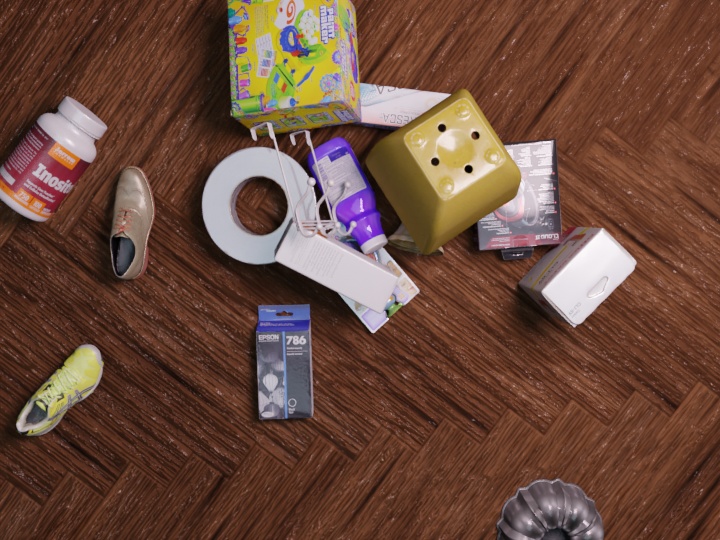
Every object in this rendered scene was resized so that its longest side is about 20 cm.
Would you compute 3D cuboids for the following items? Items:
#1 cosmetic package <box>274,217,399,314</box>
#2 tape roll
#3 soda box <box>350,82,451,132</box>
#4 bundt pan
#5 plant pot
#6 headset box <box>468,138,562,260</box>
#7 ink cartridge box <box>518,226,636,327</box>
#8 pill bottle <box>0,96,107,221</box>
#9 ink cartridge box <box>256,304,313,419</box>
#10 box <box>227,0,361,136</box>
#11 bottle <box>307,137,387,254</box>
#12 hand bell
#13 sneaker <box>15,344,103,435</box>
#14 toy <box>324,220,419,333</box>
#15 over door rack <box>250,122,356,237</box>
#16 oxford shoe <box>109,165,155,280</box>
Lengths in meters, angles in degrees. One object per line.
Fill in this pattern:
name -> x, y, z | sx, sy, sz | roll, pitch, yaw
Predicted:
cosmetic package -> -0.042, -0.010, 1.369 | 0.198, 0.101, 0.072 | 28, 95, -10
tape roll -> -0.174, -0.113, 1.436 | 0.197, 0.066, 0.203 | 0, 94, 0
soda box -> 0.064, -0.280, 1.425 | 0.197, 0.064, 0.069 | 7, 94, -1
bundt pan -> 0.347, 0.484, 1.470 | 0.199, 0.076, 0.205 | 0, 95, 0
plant pot -> 0.135, -0.166, 1.282 | 0.194, 0.200, 0.195 | -33, 85, -3
headset box -> 0.268, -0.120, 1.428 | 0.147, 0.075, 0.203 | -5, 94, 1
ink cartridge box -> 0.358, 0.005, 1.374 | 0.083, 0.200, 0.145 | 43, 93, -3
pill bottle -> -0.530, -0.193, 1.407 | 0.113, 0.113, 0.201 | 39, 93, -2
ink cartridge box -> -0.136, 0.163, 1.468 | 0.098, 0.039, 0.203 | -2, 93, 1
box -> -0.107, -0.346, 1.353 | 0.190, 0.122, 0.203 | -5, 82, 15
bottle -> -0.017, -0.127, 1.416 | 0.083, 0.065, 0.202 | -29, 81, 6
hand bell -> 0.115, -0.137, 1.434 | 0.103, 0.104, 0.203 | 13, 83, -1
sneaker -> -0.531, 0.219, 1.454 | 0.075, 0.076, 0.201 | 38, 92, -1
toy -> 0.000, 0.000, 1.451 | 0.115, 0.047, 0.200 | -41, 93, 1
over door rack -> -0.081, -0.152, 1.324 | 0.066, 0.147, 0.202 | -29, 82, 22
oxford shoe -> -0.402, -0.082, 1.433 | 0.069, 0.075, 0.203 | 0, 94, 1
